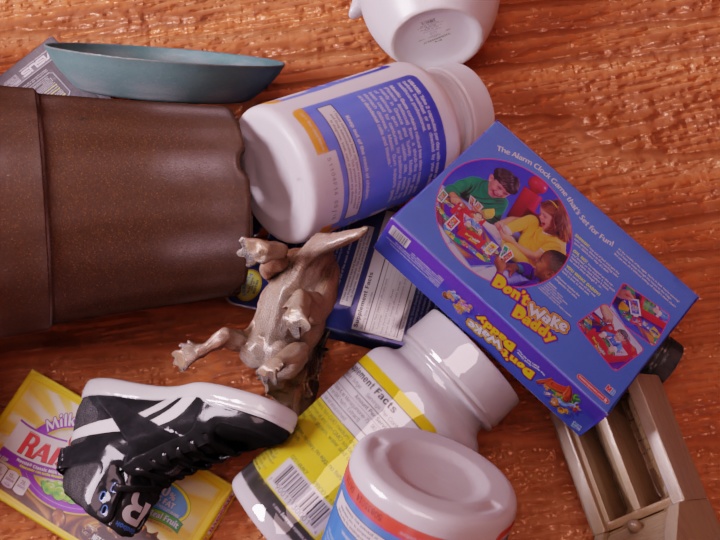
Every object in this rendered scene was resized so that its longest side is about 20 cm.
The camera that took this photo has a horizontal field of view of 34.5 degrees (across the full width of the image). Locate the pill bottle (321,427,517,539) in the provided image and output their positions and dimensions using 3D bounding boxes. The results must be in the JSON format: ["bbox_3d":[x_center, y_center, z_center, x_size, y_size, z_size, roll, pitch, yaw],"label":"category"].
[{"bbox_3d":[0.019,0.214,0.758,0.112,0.112,0.200,24,110,14],"label":"pill bottle"}]

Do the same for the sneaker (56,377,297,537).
[{"bbox_3d":[-0.138,0.144,0.849,0.200,0.073,0.112,-1,64,36],"label":"sneaker"}]

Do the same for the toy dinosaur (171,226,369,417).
[{"bbox_3d":[-0.048,0.030,0.865,0.086,0.135,0.200,37,113,19],"label":"toy dinosaur"}]

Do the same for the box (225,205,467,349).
[{"bbox_3d":[0.000,0.000,0.958,0.200,0.032,0.121,14,71,9],"label":"box"}]

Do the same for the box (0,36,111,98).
[{"bbox_3d":[-0.294,-0.087,1.011,0.200,0.048,0.158,-42,72,-10],"label":"box"}]

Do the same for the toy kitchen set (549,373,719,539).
[{"bbox_3d":[0.128,0.184,0.811,0.163,0.200,0.181,-33,63,34],"label":"toy kitchen set"}]

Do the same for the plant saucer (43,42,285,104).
[{"bbox_3d":[-0.164,-0.165,0.973,0.200,0.200,0.036,8,103,8],"label":"plant saucer"}]

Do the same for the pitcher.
[{"bbox_3d":[0.033,-0.268,1.026,0.171,0.121,0.200,-19,56,20],"label":"pitcher"}]

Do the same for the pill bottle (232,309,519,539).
[{"bbox_3d":[0.014,0.130,0.854,0.200,0.114,0.114,-42,71,-5],"label":"pill bottle"}]

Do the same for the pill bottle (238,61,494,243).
[{"bbox_3d":[0.009,-0.103,0.931,0.200,0.112,0.112,-22,66,-31],"label":"pill bottle"}]

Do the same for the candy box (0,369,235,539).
[{"bbox_3d":[-0.207,0.168,0.917,0.200,0.026,0.102,26,70,14],"label":"candy box"}]

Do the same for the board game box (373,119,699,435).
[{"bbox_3d":[0.129,0.001,0.841,0.200,0.045,0.134,43,59,7],"label":"board game box"}]

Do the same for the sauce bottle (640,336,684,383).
[{"bbox_3d":[0.158,0.021,0.907,0.200,0.066,0.066,36,75,0],"label":"sauce bottle"}]

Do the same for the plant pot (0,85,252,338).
[{"bbox_3d":[-0.193,-0.050,0.885,0.198,0.200,0.201,-5,67,-17],"label":"plant pot"}]
